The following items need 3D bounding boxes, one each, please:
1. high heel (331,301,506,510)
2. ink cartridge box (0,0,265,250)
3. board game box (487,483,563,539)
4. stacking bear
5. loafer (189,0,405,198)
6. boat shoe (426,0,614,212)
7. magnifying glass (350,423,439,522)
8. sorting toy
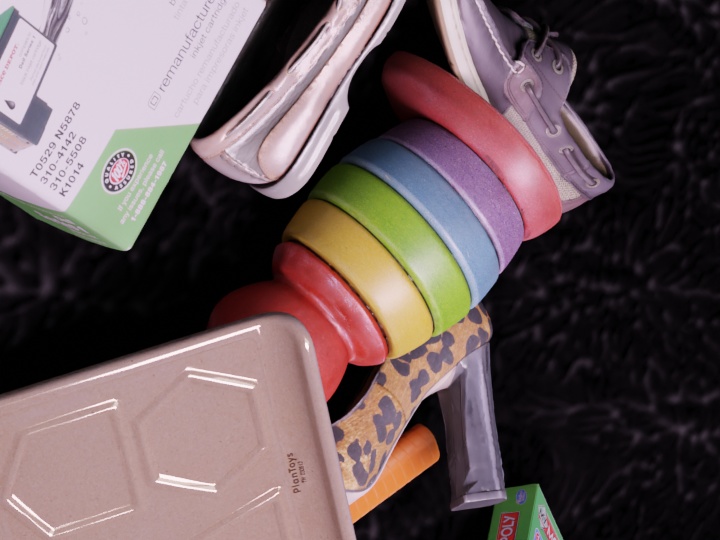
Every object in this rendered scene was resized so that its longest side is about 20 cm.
[{"bbox_3d":[-0.017,0.061,1.596,0.199,0.071,0.143,0,74,-28],"label":"high heel"},{"bbox_3d":[-0.162,-0.120,1.374,0.200,0.084,0.146,34,82,-43],"label":"ink cartridge box"},{"bbox_3d":[0.115,0.244,1.738,0.135,0.029,0.200,-76,148,-48],"label":"board game box"},{"bbox_3d":[0.000,0.000,1.549,0.200,0.114,0.122,-43,127,-15],"label":"stacking bear"},{"bbox_3d":[-0.023,-0.136,1.505,0.063,0.072,0.200,22,93,-36],"label":"loafer"},{"bbox_3d":[0.085,-0.106,1.593,0.065,0.072,0.200,-21,130,7],"label":"boat shoe"},{"bbox_3d":[-0.035,0.147,1.629,0.200,0.022,0.080,-33,124,-26],"label":"magnifying glass"},{"bbox_3d":[-0.108,0.122,1.500,0.199,0.036,0.186,-15,118,-6],"label":"sorting toy"}]
